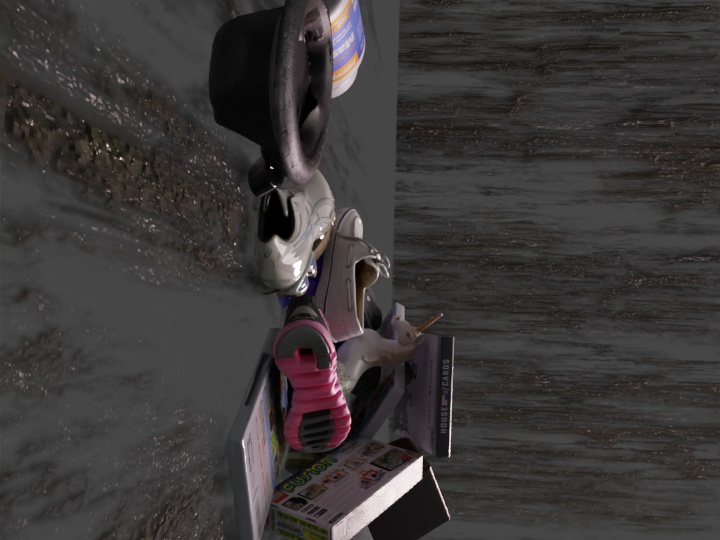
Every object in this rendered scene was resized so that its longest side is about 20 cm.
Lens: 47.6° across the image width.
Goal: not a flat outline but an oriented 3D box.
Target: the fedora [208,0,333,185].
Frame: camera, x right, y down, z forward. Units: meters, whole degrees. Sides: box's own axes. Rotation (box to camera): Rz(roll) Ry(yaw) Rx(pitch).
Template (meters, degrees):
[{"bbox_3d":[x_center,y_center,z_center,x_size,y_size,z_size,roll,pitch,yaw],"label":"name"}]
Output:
[{"bbox_3d":[-0.083,-0.174,0.743,0.200,0.090,0.205,3,90,-81],"label":"fedora"}]

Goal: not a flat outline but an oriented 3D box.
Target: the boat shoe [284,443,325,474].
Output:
[{"bbox_3d":[-0.058,0.262,1.148,0.201,0.070,0.067,64,33,-67],"label":"boat shoe"}]

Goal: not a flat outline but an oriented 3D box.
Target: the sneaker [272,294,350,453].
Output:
[{"bbox_3d":[-0.054,0.114,0.907,0.096,0.077,0.203,-100,-173,-54],"label":"sneaker"}]

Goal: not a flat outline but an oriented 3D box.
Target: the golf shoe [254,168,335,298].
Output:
[{"bbox_3d":[-0.076,-0.068,0.926,0.098,0.077,0.203,76,14,-45],"label":"golf shoe"}]

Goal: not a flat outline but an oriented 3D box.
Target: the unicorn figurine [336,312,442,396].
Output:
[{"bbox_3d":[-0.009,0.101,1.050,0.201,0.136,0.074,-51,169,-18],"label":"unicorn figurine"}]

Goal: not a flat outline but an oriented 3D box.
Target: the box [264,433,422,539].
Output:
[{"bbox_3d":[-0.020,0.259,0.969,0.199,0.108,0.036,-21,114,-53],"label":"box"}]

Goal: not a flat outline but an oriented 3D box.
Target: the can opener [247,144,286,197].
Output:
[{"bbox_3d":[-0.088,-0.157,0.884,0.202,0.077,0.064,-91,155,-53],"label":"can opener"}]

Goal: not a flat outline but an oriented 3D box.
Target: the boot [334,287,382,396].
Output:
[{"bbox_3d":[0.003,0.078,1.169,0.131,0.069,0.204,21,53,-67],"label":"boot"}]

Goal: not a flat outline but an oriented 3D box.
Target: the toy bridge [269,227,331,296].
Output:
[{"bbox_3d":[-0.069,-0.058,1.003,0.027,0.066,0.203,81,12,-54],"label":"toy bridge"}]

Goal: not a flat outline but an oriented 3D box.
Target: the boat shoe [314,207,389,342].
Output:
[{"bbox_3d":[-0.002,-0.003,0.995,0.204,0.084,0.075,-79,154,-44],"label":"boat shoe"}]

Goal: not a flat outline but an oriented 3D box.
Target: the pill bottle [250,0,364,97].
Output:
[{"bbox_3d":[-0.052,-0.272,0.915,0.200,0.109,0.115,64,28,-75],"label":"pill bottle"}]

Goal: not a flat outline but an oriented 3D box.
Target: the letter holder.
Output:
[{"bbox_3d":[-0.004,0.311,1.101,0.142,0.197,0.102,43,-21,59],"label":"letter holder"}]

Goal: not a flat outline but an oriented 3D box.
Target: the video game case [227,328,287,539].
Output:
[{"bbox_3d":[-0.105,0.176,0.879,0.201,0.018,0.146,-76,166,-62],"label":"video game case"}]

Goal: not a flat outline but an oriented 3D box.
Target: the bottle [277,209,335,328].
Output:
[{"bbox_3d":[-0.066,0.002,1.047,0.202,0.064,0.085,-81,171,-50],"label":"bottle"}]

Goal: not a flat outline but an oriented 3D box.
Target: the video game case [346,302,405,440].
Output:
[{"bbox_3d":[0.022,0.155,1.160,0.144,0.018,0.201,-58,-166,28],"label":"video game case"}]

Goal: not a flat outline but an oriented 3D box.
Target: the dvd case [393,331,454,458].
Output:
[{"bbox_3d":[0.082,0.160,1.111,0.200,0.024,0.154,173,-81,-76],"label":"dvd case"}]
